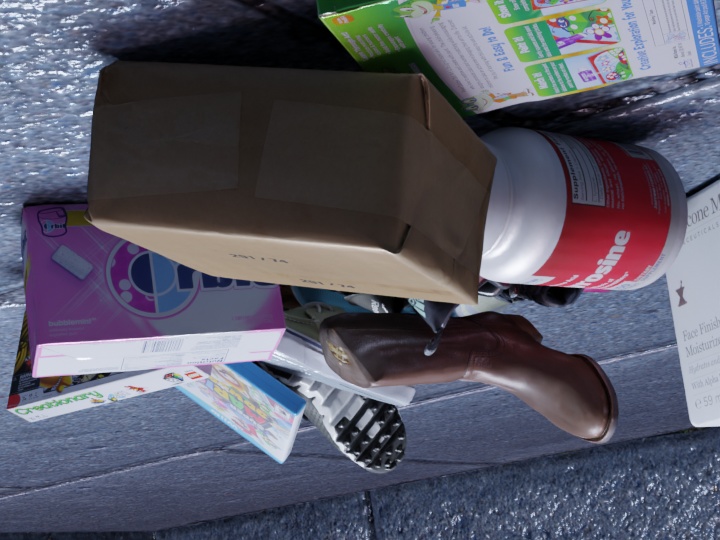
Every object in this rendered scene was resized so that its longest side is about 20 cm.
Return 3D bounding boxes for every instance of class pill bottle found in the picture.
[{"bbox_3d":[0.137,-0.045,1.102,0.199,0.113,0.112,4,163,-38],"label":"pill bottle"}]

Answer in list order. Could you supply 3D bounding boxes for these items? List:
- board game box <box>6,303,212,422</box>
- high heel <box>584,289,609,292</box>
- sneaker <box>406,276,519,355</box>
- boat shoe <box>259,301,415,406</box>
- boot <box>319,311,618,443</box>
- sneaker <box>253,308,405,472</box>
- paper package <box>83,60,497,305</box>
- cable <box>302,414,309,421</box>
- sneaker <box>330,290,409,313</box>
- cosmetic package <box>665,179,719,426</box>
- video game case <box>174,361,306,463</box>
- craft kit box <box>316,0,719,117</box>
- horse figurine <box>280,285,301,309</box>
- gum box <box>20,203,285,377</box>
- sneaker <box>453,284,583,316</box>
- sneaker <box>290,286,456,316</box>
[{"bbox_3d":[-0.205,0.047,1.260,0.199,0.127,0.035,-16,145,29],"label":"board game box"},{"bbox_3d":[0.216,-0.015,1.340,0.096,0.068,0.200,-29,175,7],"label":"high heel"},{"bbox_3d":[0.031,-0.002,1.157,0.198,0.141,0.078,-5,166,-10],"label":"sneaker"},{"bbox_3d":[-0.033,0.059,1.271,0.199,0.062,0.072,23,165,-34],"label":"boat shoe"},{"bbox_3d":[0.078,0.082,1.177,0.199,0.065,0.186,4,-162,-31],"label":"boot"},{"bbox_3d":[-0.036,0.103,1.362,0.200,0.067,0.090,46,168,-21],"label":"sneaker"},{"bbox_3d":[-0.035,-0.051,0.917,0.198,0.104,0.191,5,171,20],"label":"paper package"},{"bbox_3d":[-0.033,0.095,1.523,0.198,0.164,0.051,-5,129,21],"label":"cable"},{"bbox_3d":[0.000,0.000,1.257,0.199,0.091,0.066,-12,164,19],"label":"sneaker"},{"bbox_3d":[0.381,0.020,1.306,0.164,0.202,0.165,-2,166,-21],"label":"cosmetic package"},{"bbox_3d":[-0.117,0.107,1.352,0.143,0.018,0.200,35,161,6],"label":"video game case"},{"bbox_3d":[0.095,-0.144,0.833,0.196,0.049,0.200,-13,165,13],"label":"craft kit box"},{"bbox_3d":[-0.079,0.033,1.438,0.131,0.050,0.200,0,169,0],"label":"horse figurine"},{"bbox_3d":[-0.156,0.011,1.155,0.198,0.114,0.066,-3,156,-18],"label":"gum box"},{"bbox_3d":[0.143,0.000,1.270,0.073,0.081,0.200,19,142,-27],"label":"sneaker"},{"bbox_3d":[0.017,0.040,1.406,0.199,0.080,0.131,25,174,-11],"label":"sneaker"}]
